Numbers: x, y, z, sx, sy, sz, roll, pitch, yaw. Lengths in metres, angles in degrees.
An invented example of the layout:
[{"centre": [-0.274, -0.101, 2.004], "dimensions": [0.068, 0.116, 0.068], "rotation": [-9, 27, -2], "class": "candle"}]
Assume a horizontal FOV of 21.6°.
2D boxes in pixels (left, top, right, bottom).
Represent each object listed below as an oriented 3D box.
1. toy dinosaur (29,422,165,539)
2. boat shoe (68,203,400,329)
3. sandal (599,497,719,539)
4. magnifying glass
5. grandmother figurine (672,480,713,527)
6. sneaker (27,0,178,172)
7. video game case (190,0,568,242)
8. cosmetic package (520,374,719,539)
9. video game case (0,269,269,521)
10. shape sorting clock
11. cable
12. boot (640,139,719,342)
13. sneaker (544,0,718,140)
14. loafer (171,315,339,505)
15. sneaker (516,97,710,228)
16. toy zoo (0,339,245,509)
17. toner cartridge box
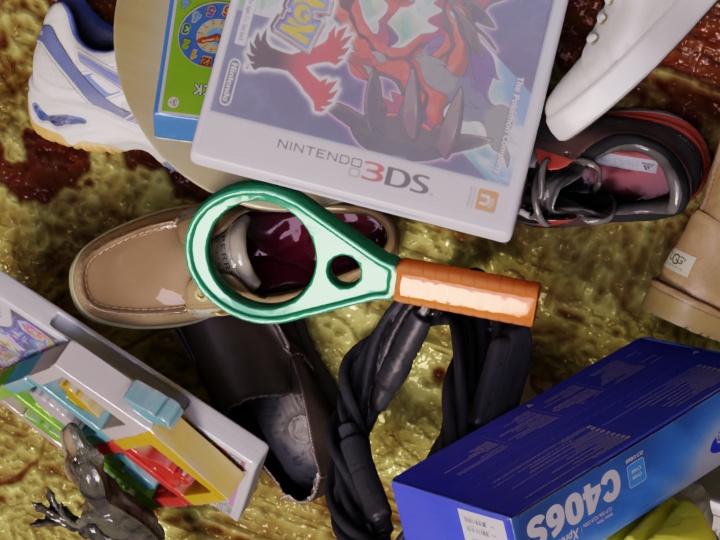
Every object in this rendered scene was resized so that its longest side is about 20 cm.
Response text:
[{"centre": [-0.152, 0.164, 1.201], "dimensions": [0.088, 0.048, 0.200], "rotation": [5, 149, 39], "class": "toy dinosaur"}, {"centre": [-0.073, -0.011, 1.103], "dimensions": [0.198, 0.066, 0.075], "rotation": [-12, 86, -8], "class": "boat shoe"}, {"centre": [0.119, 0.182, 1.023], "dimensions": [0.199, 0.079, 0.088], "rotation": [-29, 84, 44], "class": "sandal"}, {"centre": [0.000, 0.000, 1.041], "dimensions": [0.198, 0.022, 0.080], "rotation": [12, 112, 9], "class": "magnifying glass"}, {"centre": [0.150, 0.196, 1.078], "dimensions": [0.120, 0.061, 0.201], "rotation": [16, 116, -4], "class": "grandmother figurine"}, {"centre": [-0.101, -0.108, 1.103], "dimensions": [0.198, 0.075, 0.089], "rotation": [11, 112, 7], "class": "sneaker"}, {"centre": [0.018, -0.134, 1.036], "dimensions": [0.181, 0.023, 0.202], "rotation": [14, 80, 2], "class": "video game case"}, {"centre": [0.152, 0.143, 1.135], "dimensions": [0.198, 0.087, 0.104], "rotation": [19, 114, 4], "class": "cosmetic package"}, {"centre": [-0.149, 0.078, 1.155], "dimensions": [0.199, 0.143, 0.018], "rotation": [33, 69, 4], "class": "video game case"}, {"centre": [-0.040, -0.133, 1.067], "dimensions": [0.198, 0.039, 0.202], "rotation": [0, 80, -1], "class": "shape sorting clock"}, {"centre": [0.025, 0.094, 1.092], "dimensions": [0.051, 0.163, 0.202], "rotation": [23, 77, -31], "class": "cable"}, {"centre": [0.261, -0.044, 1.047], "dimensions": [0.174, 0.066, 0.201], "rotation": [19, 99, -35], "class": "boot"}, {"centre": [0.156, -0.164, 1.027], "dimensions": [0.085, 0.073, 0.200], "rotation": [42, 96, 1], "class": "sneaker"}, {"centre": [-0.065, 0.058, 1.159], "dimensions": [0.073, 0.071, 0.201], "rotation": [-32, 101, 21], "class": "loafer"}, {"centre": [0.098, -0.060, 1.073], "dimensions": [0.198, 0.082, 0.078], "rotation": [-1, 110, 12], "class": "sneaker"}, {"centre": [-0.147, 0.096, 1.137], "dimensions": [0.131, 0.021, 0.200], "rotation": [40, 158, -14], "class": "toy zoo"}, {"centre": [0.121, 0.097, 1.005], "dimensions": [0.095, 0.199, 0.044], "rotation": [12, 121, 50], "class": "toner cartridge box"}]
